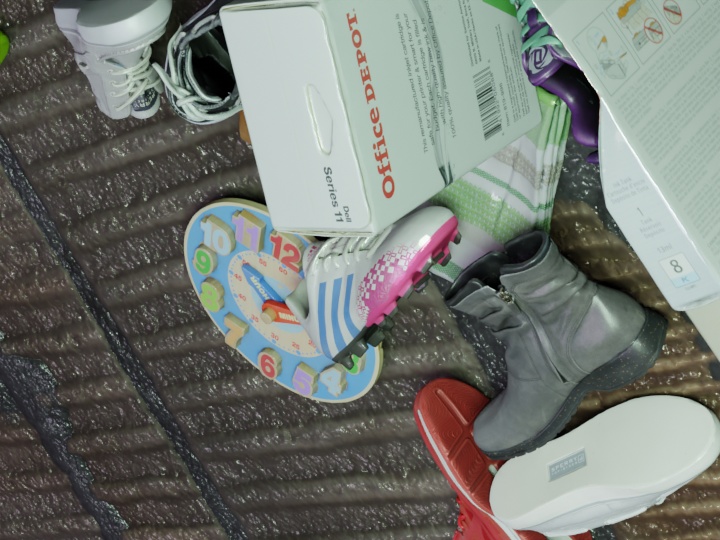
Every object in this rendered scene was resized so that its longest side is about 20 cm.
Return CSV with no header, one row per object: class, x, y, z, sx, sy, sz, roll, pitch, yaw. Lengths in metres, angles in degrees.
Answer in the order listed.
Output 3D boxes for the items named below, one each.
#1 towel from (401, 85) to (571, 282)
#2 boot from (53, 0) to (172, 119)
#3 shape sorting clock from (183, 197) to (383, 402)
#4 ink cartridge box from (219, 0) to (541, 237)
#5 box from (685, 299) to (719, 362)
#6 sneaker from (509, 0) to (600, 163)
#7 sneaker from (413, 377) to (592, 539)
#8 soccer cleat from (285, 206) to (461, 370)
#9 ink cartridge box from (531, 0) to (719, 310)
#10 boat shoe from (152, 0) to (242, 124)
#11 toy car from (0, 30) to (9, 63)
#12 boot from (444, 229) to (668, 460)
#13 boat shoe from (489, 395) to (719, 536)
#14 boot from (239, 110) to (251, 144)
towel,0.069,-0.070,1.306,0.149,0.031,0.201,28,138,22
boot,-0.168,-0.159,1.380,0.096,0.073,0.200,66,168,-18
shape sorting clock,-0.066,0.028,1.512,0.199,0.039,0.201,25,137,26
ink cartridge box,0.017,-0.123,1.148,0.083,0.200,0.148,1,113,37
box,0.261,0.024,1.174,0.082,0.068,0.201,-22,106,50
sneaker,0.117,-0.165,1.129,0.074,0.088,0.200,-23,106,51
sneaker,0.085,0.180,1.473,0.200,0.078,0.115,54,140,-7
soccer cleat,0.000,0.000,1.355,0.086,0.070,0.200,45,143,5
ink cartridge box,0.177,-0.102,1.068,0.047,0.160,0.200,-25,104,50
boat shoe,-0.102,-0.138,1.289,0.074,0.068,0.199,46,152,-10
toy car,-0.424,-0.165,1.552,0.164,0.200,0.158,42,142,6
boot,0.109,0.048,1.316,0.131,0.070,0.200,34,133,-15
boat shoe,0.187,0.151,1.358,0.200,0.072,0.068,-31,137,33
boot,-0.079,-0.175,1.349,0.187,0.069,0.201,21,143,19
